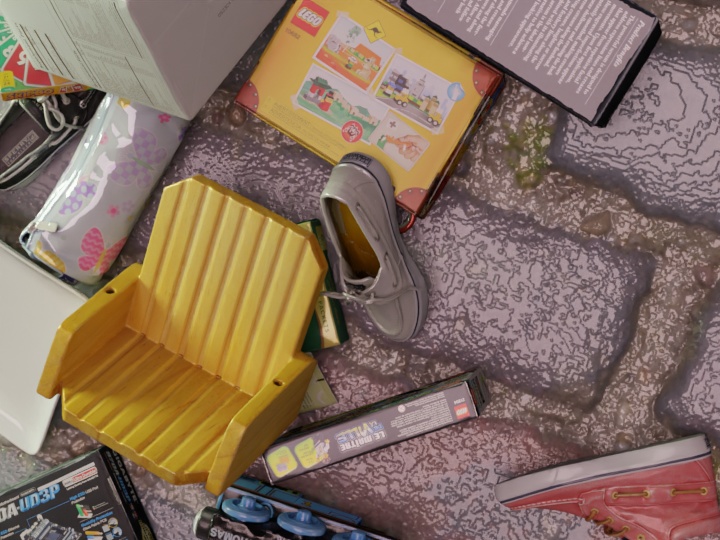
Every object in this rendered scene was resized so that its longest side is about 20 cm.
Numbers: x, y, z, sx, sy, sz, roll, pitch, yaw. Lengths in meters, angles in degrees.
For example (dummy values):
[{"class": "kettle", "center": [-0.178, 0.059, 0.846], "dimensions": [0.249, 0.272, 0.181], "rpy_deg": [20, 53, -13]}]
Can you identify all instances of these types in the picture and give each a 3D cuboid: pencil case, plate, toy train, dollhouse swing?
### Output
[{"class": "pencil case", "center": [-0.239, -0.087, 1.622], "dimensions": [0.090, 0.083, 0.201], "rpy_deg": [28, 99, -30]}, {"class": "plate", "center": [-0.352, 0.049, 1.649], "dimensions": [0.199, 0.032, 0.200], "rpy_deg": [33, 123, 10]}, {"class": "toy train", "center": [-0.053, 0.253, 1.594], "dimensions": [0.199, 0.114, 0.087], "rpy_deg": [16, 99, 10]}, {"class": "dollhouse swing", "center": [-0.151, 0.049, 1.514], "dimensions": [0.199, 0.182, 0.177], "rpy_deg": [28, 131, 17]}]

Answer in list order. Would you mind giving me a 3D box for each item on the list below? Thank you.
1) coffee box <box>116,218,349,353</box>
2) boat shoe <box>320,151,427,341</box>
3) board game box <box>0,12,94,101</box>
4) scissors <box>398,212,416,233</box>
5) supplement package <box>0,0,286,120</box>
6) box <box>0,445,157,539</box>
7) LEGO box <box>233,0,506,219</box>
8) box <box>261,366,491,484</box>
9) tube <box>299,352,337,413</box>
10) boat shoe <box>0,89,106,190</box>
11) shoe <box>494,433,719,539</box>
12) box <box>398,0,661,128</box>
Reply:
[{"class": "coffee box", "center": [-0.120, 0.032, 1.629], "dimensions": [0.199, 0.044, 0.124], "rpy_deg": [-12, 91, 11]}, {"class": "boat shoe", "center": [0.004, 0.000, 1.538], "dimensions": [0.074, 0.086, 0.203], "rpy_deg": [12, 136, 29]}, {"class": "board game box", "center": [-0.301, -0.260, 1.617], "dimensions": [0.095, 0.030, 0.201], "rpy_deg": [-9, 73, -9]}, {"class": "scissors", "center": [-0.003, -0.127, 1.615], "dimensions": [0.073, 0.014, 0.201], "rpy_deg": [-15, 88, 11]}, {"class": "supplement package", "center": [-0.190, -0.267, 1.502], "dimensions": [0.199, 0.147, 0.192], "rpy_deg": [20, 62, 33]}, {"class": "box", "center": [-0.299, 0.279, 1.677], "dimensions": [0.199, 0.046, 0.160], "rpy_deg": [-25, 89, 11]}, {"class": "LEGO box", "center": [0.009, -0.162, 1.568], "dimensions": [0.199, 0.077, 0.150], "rpy_deg": [32, 92, 6]}, {"class": "box", "center": [0.016, 0.141, 1.577], "dimensions": [0.199, 0.110, 0.035], "rpy_deg": [-19, 90, 11]}, {"class": "tube", "center": [-0.126, 0.126, 1.633], "dimensions": [0.199, 0.058, 0.052], "rpy_deg": [-16, 85, 13]}, {"class": "boat shoe", "center": [-0.295, -0.155, 1.638], "dimensions": [0.199, 0.068, 0.074], "rpy_deg": [-41, 86, 10]}, {"class": "shoe", "center": [0.225, 0.212, 1.561], "dimensions": [0.199, 0.071, 0.092], "rpy_deg": [-13, 85, 7]}, {"class": "box", "center": [0.152, -0.219, 1.510], "dimensions": [0.199, 0.148, 0.107], "rpy_deg": [33, 99, 7]}]
